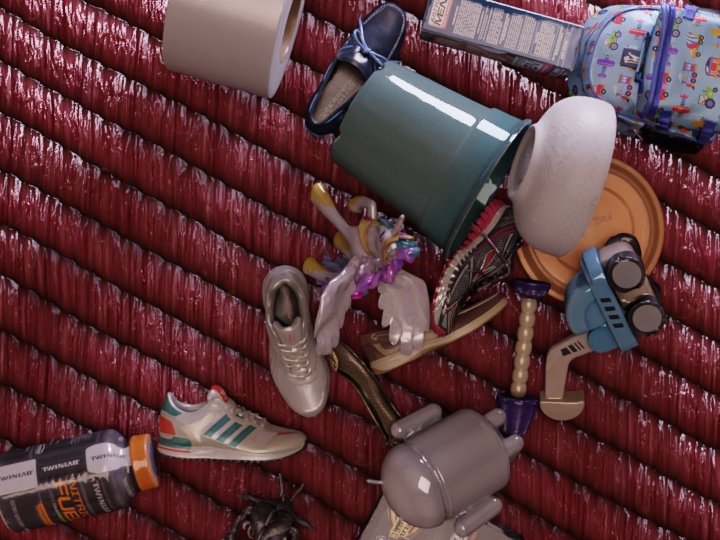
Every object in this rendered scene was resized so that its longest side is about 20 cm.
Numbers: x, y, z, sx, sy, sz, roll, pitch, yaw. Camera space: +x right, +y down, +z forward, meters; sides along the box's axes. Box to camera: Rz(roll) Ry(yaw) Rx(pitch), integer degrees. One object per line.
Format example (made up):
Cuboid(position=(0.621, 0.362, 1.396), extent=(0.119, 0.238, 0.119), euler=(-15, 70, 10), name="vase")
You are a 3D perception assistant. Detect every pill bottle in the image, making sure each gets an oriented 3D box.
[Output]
Cuboid(position=(-0.362, 0.266, 1.639), extent=(0.199, 0.106, 0.107), euler=(-13, 90, 1), name="pill bottle")

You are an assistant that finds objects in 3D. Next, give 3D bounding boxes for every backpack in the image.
Cuboid(position=(0.370, -0.256, 1.609), extent=(0.199, 0.135, 0.184), euler=(17, 90, 4), name="backpack")

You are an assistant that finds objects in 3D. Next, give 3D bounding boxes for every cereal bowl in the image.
Cuboid(position=(0.234, -0.121, 1.542), extent=(0.083, 0.200, 0.201), euler=(17, 91, -8), name="cereal bowl")

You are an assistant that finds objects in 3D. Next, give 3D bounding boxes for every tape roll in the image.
Cuboid(position=(-0.151, -0.329, 1.583), extent=(0.138, 0.203, 0.204), euler=(16, 91, 1), name="tape roll")

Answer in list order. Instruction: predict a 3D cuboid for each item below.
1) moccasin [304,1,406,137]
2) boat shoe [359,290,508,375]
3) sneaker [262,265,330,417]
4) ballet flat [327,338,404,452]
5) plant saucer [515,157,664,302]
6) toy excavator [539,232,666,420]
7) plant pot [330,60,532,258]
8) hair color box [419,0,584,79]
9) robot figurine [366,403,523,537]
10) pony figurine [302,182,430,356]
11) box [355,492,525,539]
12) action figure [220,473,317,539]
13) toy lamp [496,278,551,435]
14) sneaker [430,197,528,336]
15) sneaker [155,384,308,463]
Cuboid(position=(0.000, -0.258, 1.646), extent=(0.080, 0.068, 0.201), euler=(30, 91, 1), name="moccasin")
Cuboid(position=(0.093, 0.065, 1.649), extent=(0.199, 0.072, 0.072), euler=(-26, 88, 5), name="boat shoe")
Cuboid(position=(-0.090, 0.094, 1.635), extent=(0.077, 0.099, 0.201), euler=(-15, 90, 1), name="sneaker")
Cuboid(position=(0.011, 0.168, 1.653), extent=(0.046, 0.067, 0.200), euler=(-38, 96, -7), name="ballet flat")
Cuboid(position=(0.299, -0.053, 1.661), extent=(0.199, 0.032, 0.202), euler=(0, 91, 0), name="plant saucer")
Cuboid(position=(0.293, 0.075, 1.621), extent=(0.199, 0.100, 0.195), euler=(-24, 105, 16), name="toy excavator")
Cuboid(position=(0.081, -0.151, 1.594), extent=(0.195, 0.200, 0.201), euler=(32, 91, 9), name="plant pot")
Cuboid(position=(0.178, -0.304, 1.627), extent=(0.199, 0.100, 0.061), euler=(16, 92, 1), name="hair color box")
Cuboid(position=(0.108, 0.250, 1.595), extent=(0.199, 0.113, 0.170), euler=(-25, 66, -21), name="robot figurine")
Cuboid(position=(0.000, 0.000, 1.585), extent=(0.166, 0.200, 0.194), euler=(-4, 111, -31), name="pony figurine")
Cuboid(position=(0.086, 0.392, 1.661), extent=(0.198, 0.050, 0.201), euler=(29, 91, 2), name="box")
Cuboid(position=(-0.132, 0.368, 1.642), extent=(0.118, 0.102, 0.201), euler=(24, 65, 9), name="action figure")
Cuboid(position=(0.212, 0.113, 1.646), extent=(0.058, 0.058, 0.202), euler=(8, 97, 1), name="toy lamp")
Cuboid(position=(0.151, -0.001, 1.603), extent=(0.074, 0.081, 0.201), euler=(30, 72, 12), name="sneaker")
Cuboid(position=(-0.168, 0.198, 1.652), extent=(0.198, 0.070, 0.094), euler=(1, 92, 1), name="sneaker")
